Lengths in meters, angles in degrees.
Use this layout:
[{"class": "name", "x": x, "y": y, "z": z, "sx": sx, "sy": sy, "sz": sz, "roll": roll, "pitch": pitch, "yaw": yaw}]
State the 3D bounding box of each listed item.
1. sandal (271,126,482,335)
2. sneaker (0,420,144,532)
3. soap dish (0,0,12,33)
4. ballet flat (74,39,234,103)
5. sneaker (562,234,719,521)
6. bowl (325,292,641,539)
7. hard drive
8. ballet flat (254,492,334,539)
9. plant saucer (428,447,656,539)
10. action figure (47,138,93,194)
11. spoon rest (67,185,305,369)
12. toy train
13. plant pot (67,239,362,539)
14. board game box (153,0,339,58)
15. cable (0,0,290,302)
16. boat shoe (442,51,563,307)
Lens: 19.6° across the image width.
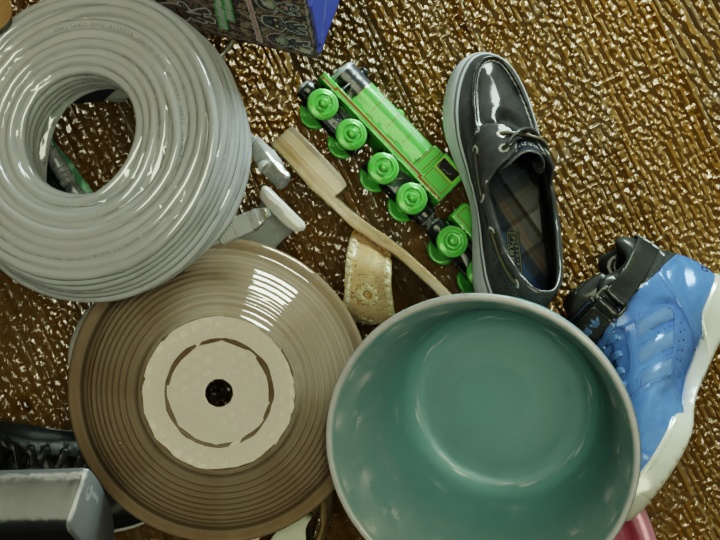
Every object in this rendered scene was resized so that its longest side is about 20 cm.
[{"class": "sandal", "x": 0.001, "y": 0.001, "z": 1.429, "sx": 0.070, "sy": 0.078, "sz": 0.212, "roll": -43, "pitch": 83, "yaw": 0}, {"class": "sneaker", "x": -0.224, "y": 0.138, "z": 1.381, "sx": 0.199, "sy": 0.112, "sz": 0.073, "roll": 10, "pitch": 87, "yaw": -4}, {"class": "soap dish", "x": -0.327, "y": -0.159, "z": 1.345, "sx": 0.157, "sy": 0.200, "sz": 0.081, "roll": -51, "pitch": 131, "yaw": -17}, {"class": "ballet flat", "x": -0.130, "y": -0.160, "z": 1.425, "sx": 0.200, "sy": 0.073, "sz": 0.073, "roll": -40, "pitch": 91, "yaw": -8}, {"class": "sneaker", "x": 0.176, "y": 0.066, "z": 1.414, "sx": 0.111, "sy": 0.077, "sz": 0.200, "roll": 29, "pitch": 63, "yaw": -4}, {"class": "bowl", "x": 0.085, "y": 0.098, "z": 1.344, "sx": 0.200, "sy": 0.105, "sz": 0.202, "roll": 3, "pitch": 106, "yaw": 11}, {"class": "hard drive", "x": -0.226, "y": 0.171, "z": 1.334, "sx": 0.134, "sy": 0.200, "sz": 0.043, "roll": -1, "pitch": 68, "yaw": -4}, {"class": "ballet flat", "x": -0.071, "y": 0.225, "z": 1.409, "sx": 0.068, "sy": 0.072, "sz": 0.201, "roll": 27, "pitch": 86, "yaw": -5}, {"class": "plant saucer", "x": 0.104, "y": 0.208, "z": 1.435, "sx": 0.200, "sy": 0.051, "sz": 0.202, "roll": 0, "pitch": 88, "yaw": -5}, {"class": "action figure", "x": -0.240, "y": -0.068, "z": 1.421, "sx": 0.118, "sy": 0.055, "sz": 0.200, "roll": -41, "pitch": 95, "yaw": -8}, {"class": "spoon rest", "x": -0.116, "y": 0.025, "z": 1.430, "sx": 0.200, "sy": 0.061, "sz": 0.099, "roll": -45, "pitch": 90, "yaw": 8}, {"class": "toy train", "x": 0.037, "y": -0.065, "z": 1.449, "sx": 0.056, "sy": 0.042, "sz": 0.200, "roll": -43, "pitch": 91, "yaw": -15}, {"class": "plant pot", "x": -0.090, "y": 0.077, "z": 1.342, "sx": 0.200, "sy": 0.093, "sz": 0.202, "roll": 0, "pitch": 88, "yaw": -5}, {"class": "board game box", "x": -0.102, "y": -0.248, "z": 1.369, "sx": 0.199, "sy": 0.097, "sz": 0.160, "roll": 14, "pitch": 67, "yaw": 12}, {"class": "cable", "x": -0.170, "y": -0.079, "z": 1.333, "sx": 0.200, "sy": 0.069, "sz": 0.200, "roll": -33, "pitch": 73, "yaw": 6}, {"class": "boat shoe", "x": 0.103, "y": -0.063, "z": 1.415, "sx": 0.070, "sy": 0.066, "sz": 0.201, "roll": 6, "pitch": 68, "yaw": -23}]
